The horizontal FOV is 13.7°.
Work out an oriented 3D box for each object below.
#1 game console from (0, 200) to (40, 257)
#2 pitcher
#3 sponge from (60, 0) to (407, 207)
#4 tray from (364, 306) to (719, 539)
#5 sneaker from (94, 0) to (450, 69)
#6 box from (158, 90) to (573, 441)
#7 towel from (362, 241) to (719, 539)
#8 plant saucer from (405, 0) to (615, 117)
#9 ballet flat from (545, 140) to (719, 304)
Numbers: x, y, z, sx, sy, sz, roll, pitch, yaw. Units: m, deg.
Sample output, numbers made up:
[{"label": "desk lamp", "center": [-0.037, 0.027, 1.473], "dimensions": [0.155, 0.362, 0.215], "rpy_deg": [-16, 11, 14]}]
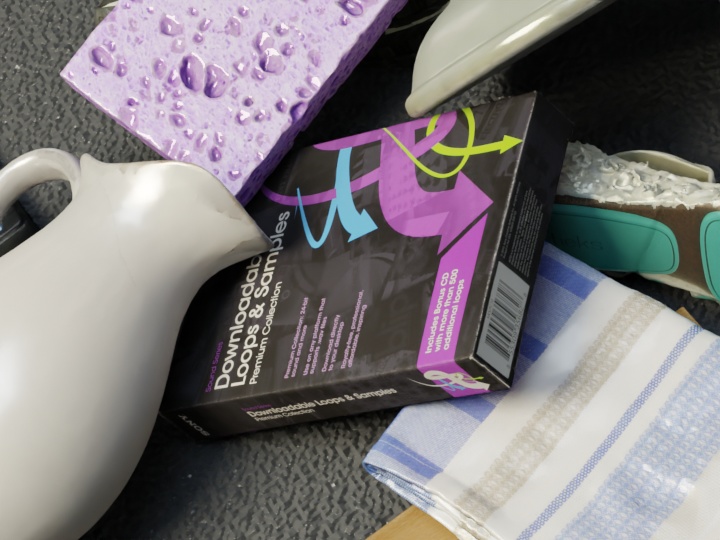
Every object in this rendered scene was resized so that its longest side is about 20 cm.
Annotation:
[{"label": "game console", "center": [-0.277, -0.035, 1.510], "dimensions": [0.172, 0.119, 0.200], "rpy_deg": [-36, 56, -6]}, {"label": "pitcher", "center": [-0.158, 0.034, 1.418], "dimensions": [0.171, 0.121, 0.201], "rpy_deg": [17, 67, 46]}, {"label": "sponge", "center": [-0.042, -0.139, 1.468], "dimensions": [0.111, 0.030, 0.200], "rpy_deg": [36, 84, 15]}, {"label": "tray", "center": [0.097, 0.113, 1.348], "dimensions": [0.200, 0.037, 0.099], "rpy_deg": [-36, 55, -5]}, {"label": "sneaker", "center": [-0.037, -0.140, 1.533], "dimensions": [0.199, 0.074, 0.080], "rpy_deg": [-9, 48, 5]}, {"label": "box", "center": [0.000, 0.000, 1.404], "dimensions": [0.199, 0.036, 0.144], "rpy_deg": [-13, 51, 41]}, {"label": "towel", "center": [0.114, 0.080, 1.327], "dimensions": [0.199, 0.024, 0.147], "rpy_deg": [31, 72, 31]}, {"label": "plant saucer", "center": [0.098, -0.143, 1.412], "dimensions": [0.199, 0.200, 0.050], "rpy_deg": [-31, 91, -2]}, {"label": "ballet flat", "center": [0.163, -0.024, 1.393], "dimensions": [0.199, 0.072, 0.072], "rpy_deg": [16, 66, 25]}]
